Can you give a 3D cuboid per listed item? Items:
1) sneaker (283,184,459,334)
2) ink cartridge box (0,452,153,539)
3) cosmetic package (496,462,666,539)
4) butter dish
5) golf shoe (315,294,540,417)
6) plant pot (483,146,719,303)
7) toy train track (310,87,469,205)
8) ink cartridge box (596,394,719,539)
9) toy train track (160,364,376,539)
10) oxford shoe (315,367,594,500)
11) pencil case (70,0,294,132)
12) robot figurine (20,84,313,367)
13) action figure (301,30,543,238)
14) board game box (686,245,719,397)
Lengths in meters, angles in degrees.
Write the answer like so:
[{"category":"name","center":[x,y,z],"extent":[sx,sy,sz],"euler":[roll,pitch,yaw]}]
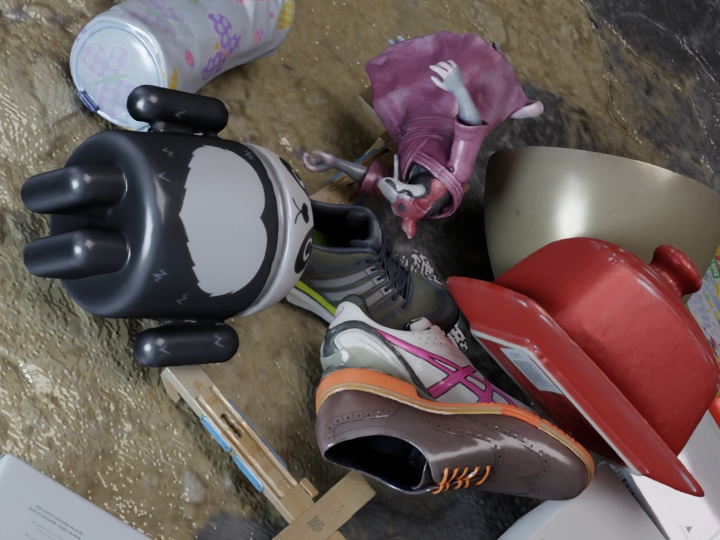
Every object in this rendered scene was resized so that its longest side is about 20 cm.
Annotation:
[{"category":"sneaker","center":[0.000,0.000,1.317],"extent":[0.199,0.081,0.074],"euler":[23,47,-32]},{"category":"ink cartridge box","center":[-0.158,0.233,1.014],"extent":[0.199,0.041,0.201],"euler":[36,42,-20]},{"category":"cosmetic package","center":[0.120,0.227,1.243],"extent":[0.085,0.108,0.200],"euler":[52,37,4]},{"category":"butter dish","center":[0.187,0.043,1.303],"extent":[0.148,0.200,0.200],"euler":[-45,104,-7]},{"category":"golf shoe","center":[0.060,0.080,1.309],"extent":[0.199,0.072,0.093],"euler":[23,64,-33]},{"category":"plant pot","center":[0.186,-0.005,1.446],"extent":[0.200,0.200,0.135],"euler":[20,78,-34]},{"category":"toy train track","center":[0.013,-0.078,1.424],"extent":[0.115,0.033,0.200],"euler":[47,44,6]},{"category":"ink cartridge box","center":[0.310,0.182,1.464],"extent":[0.199,0.057,0.163],"euler":[-26,80,-25]},{"category":"toy train track","center":[-0.064,0.142,1.189],"extent":[0.200,0.033,0.115],"euler":[50,45,6]},{"category":"oxford shoe","center":[0.063,0.130,1.215],"extent":[0.199,0.071,0.073],"euler":[14,37,-6]},{"category":"pencil case","center":[-0.126,-0.174,1.324],"extent":[0.091,0.083,0.200],"euler":[48,38,-2]},{"category":"robot figurine","center":[-0.122,-0.029,1.181],"extent":[0.199,0.151,0.125],"euler":[2,31,-43]},{"category":"action figure","center":[0.051,-0.092,1.376],"extent":[0.149,0.133,0.201],"euler":[46,36,-35]},{"category":"board game box","center":[0.307,0.054,1.620],"extent":[0.134,0.034,0.201],"euler":[11,54,-39]}]
